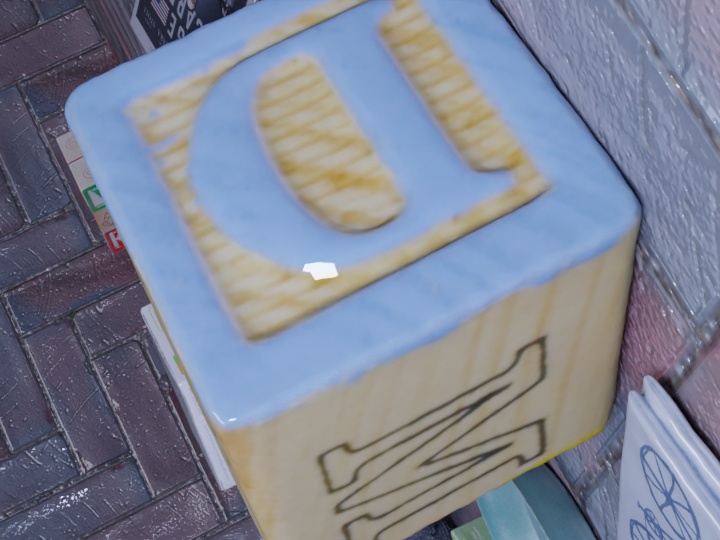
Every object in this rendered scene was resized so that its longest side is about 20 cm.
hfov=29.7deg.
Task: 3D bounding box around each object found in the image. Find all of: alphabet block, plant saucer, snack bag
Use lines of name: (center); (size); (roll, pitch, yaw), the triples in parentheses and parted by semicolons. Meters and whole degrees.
alphabet block: (0.000, 0.000, 0.646); (0.196, 0.195, 0.201); (60, 170, 31)
plant saucer: (0.132, 0.197, 0.922); (0.201, 0.036, 0.200); (62, 171, 17)
snack bag: (0.179, 0.168, 0.631); (0.201, 0.021, 0.189); (59, 170, 32)

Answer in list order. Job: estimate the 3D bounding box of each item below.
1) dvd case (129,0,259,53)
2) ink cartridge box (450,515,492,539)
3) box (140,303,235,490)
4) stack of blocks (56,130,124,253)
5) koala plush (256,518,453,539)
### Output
dvd case: (-0.098, -0.200, 0.907); (0.151, 0.025, 0.201); (57, 139, 33)
ink cartridge box: (0.147, 0.321, 1.142); (0.146, 0.048, 0.201); (47, 158, 59)
box: (-0.042, 0.051, 0.996); (0.101, 0.199, 0.113); (51, 162, 51)
stack of blocks: (-0.123, -0.106, 1.029); (0.059, 0.199, 0.116); (58, 170, 32)
koala plush: (0.038, 0.270, 1.372); (0.200, 0.184, 0.177); (45, 165, -22)
